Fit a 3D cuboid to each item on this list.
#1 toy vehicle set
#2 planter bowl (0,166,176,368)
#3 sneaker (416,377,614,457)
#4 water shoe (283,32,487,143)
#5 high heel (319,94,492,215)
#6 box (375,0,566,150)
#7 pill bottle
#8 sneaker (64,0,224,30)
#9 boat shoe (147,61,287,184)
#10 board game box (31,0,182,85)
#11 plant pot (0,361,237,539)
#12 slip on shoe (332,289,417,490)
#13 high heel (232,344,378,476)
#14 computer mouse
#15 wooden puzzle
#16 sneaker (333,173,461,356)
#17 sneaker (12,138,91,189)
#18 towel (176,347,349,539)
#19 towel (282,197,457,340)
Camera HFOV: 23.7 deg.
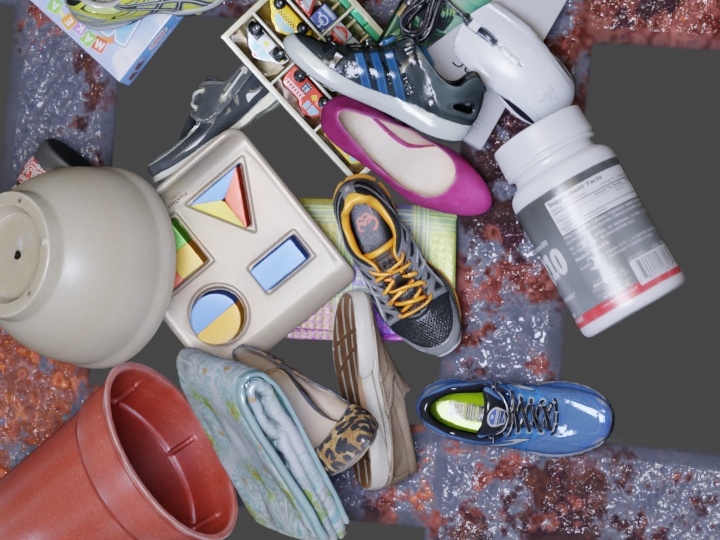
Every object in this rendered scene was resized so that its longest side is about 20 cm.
[{"bbox_3d":[-0.028,-0.202,1.708,0.124,0.027,0.200,-44,101,0],"label":"toy vehicle set"},{"bbox_3d":[-0.296,-0.009,1.653,0.199,0.134,0.202,-5,81,37],"label":"planter bowl"},{"bbox_3d":[0.149,0.146,1.677,0.198,0.089,0.079,1,91,12],"label":"sneaker"},{"bbox_3d":[0.024,-0.195,1.631,0.199,0.072,0.079,25,103,-10],"label":"water shoe"},{"bbox_3d":[0.049,-0.109,1.668,0.199,0.096,0.068,36,92,-10],"label":"high heel"},{"bbox_3d":[0.107,-0.241,1.689,0.144,0.036,0.201,29,92,-11],"label":"box"},{"bbox_3d":[0.217,-0.048,1.652,0.113,0.114,0.201,-30,83,10],"label":"pill bottle"},{"bbox_3d":[-0.206,-0.290,1.727,0.198,0.076,0.076,-19,86,9],"label":"sneaker"},{"bbox_3d":[-0.143,-0.164,1.750,0.200,0.072,0.068,-40,91,0],"label":"boat shoe"},{"bbox_3d":[-0.238,-0.320,1.791,0.151,0.037,0.200,41,98,9],"label":"board game box"},{"bbox_3d":[-0.260,0.229,1.721,0.195,0.201,0.202,-34,83,17],"label":"plant pot"},{"bbox_3d":[0.018,0.117,1.710,0.060,0.076,0.202,-10,93,-22],"label":"slip on shoe"},{"bbox_3d":[-0.060,0.127,1.651,0.143,0.200,0.071,44,77,-10],"label":"high heel"},{"bbox_3d":[0.133,-0.219,1.657,0.200,0.044,0.110,40,90,-12],"label":"computer mouse"},{"bbox_3d":[-0.133,-0.010,1.711,0.185,0.046,0.200,-39,99,8],"label":"wooden puzzle"},{"bbox_3d":[0.031,-0.001,1.684,0.078,0.077,0.201,-34,92,6],"label":"sneaker"},{"bbox_3d":[-0.283,-0.034,1.786,0.201,0.067,0.108,42,107,5],"label":"sneaker"},{"bbox_3d":[-0.100,0.173,1.669,0.048,0.171,0.201,-34,110,-24],"label":"towel"},{"bbox_3d":[0.000,0.000,1.745,0.198,0.023,0.145,2,89,11],"label":"towel"}]
